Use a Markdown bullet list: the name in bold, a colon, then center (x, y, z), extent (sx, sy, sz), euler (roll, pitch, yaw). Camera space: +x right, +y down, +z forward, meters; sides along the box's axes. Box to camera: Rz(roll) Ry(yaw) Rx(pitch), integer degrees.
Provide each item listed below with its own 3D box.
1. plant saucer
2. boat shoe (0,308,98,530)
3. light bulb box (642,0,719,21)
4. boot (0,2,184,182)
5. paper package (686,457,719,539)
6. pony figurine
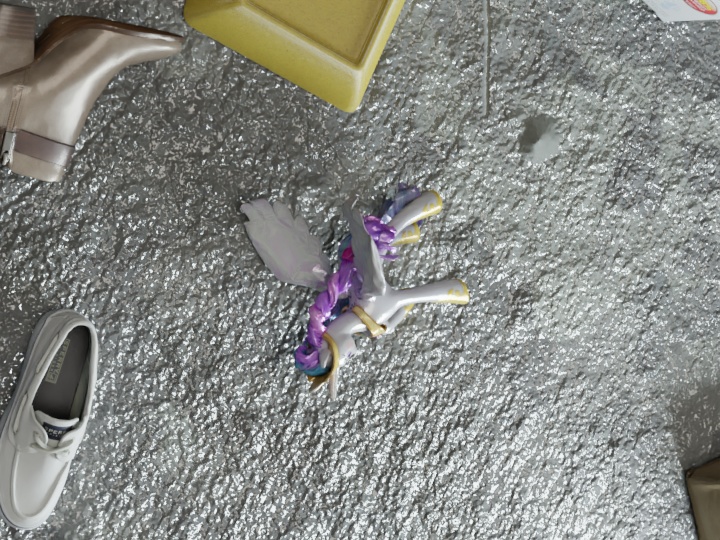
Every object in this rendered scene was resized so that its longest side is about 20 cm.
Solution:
- **plant saucer**: center (-0.038, -0.277, 1.430), extent (0.200, 0.048, 0.200), euler (26, 84, -26)
- **boat shoe**: center (-0.276, 0.133, 1.341), extent (0.074, 0.065, 0.200), euler (9, 91, -27)
- **light bulb box**: center (0.330, -0.391, 1.557), extent (0.198, 0.125, 0.200), euler (36, 80, -25)
- **boot**: center (-0.259, -0.149, 1.329), extent (0.200, 0.070, 0.146), euler (5, 99, -26)
- **paper package**: center (0.482, 0.291, 1.713), extent (0.191, 0.103, 0.200), euler (-20, 103, -23)
- **pony figurine**: center (0.000, 0.000, 1.434), extent (0.200, 0.166, 0.193), euler (-34, 117, -36)
